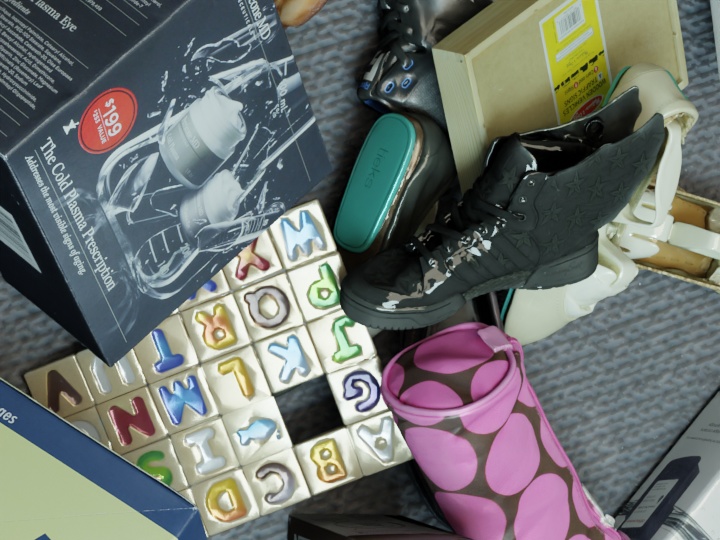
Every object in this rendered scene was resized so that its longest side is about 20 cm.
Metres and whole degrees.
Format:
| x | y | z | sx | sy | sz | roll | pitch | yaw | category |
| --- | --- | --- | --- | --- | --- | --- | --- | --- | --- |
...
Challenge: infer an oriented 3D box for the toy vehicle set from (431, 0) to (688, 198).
| x | y | z | sx | sy | sz | roll | pitch | yaw | category |
| --- | --- | --- | --- | --- | --- | --- | --- | --- | --- |
| 0.126 | -0.124 | 1.677 | 0.200 | 0.026 | 0.125 | -38 | 128 | -36 | toy vehicle set |

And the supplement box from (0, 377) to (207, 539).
| x | y | z | sx | sy | sz | roll | pitch | yaw | category |
| --- | --- | --- | --- | --- | --- | --- | --- | --- | --- |
| -0.212 | 0.180 | 1.482 | 0.199 | 0.134 | 0.200 | 31 | 69 | 18 | supplement box |

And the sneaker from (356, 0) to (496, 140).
| x | y | z | sx | sy | sz | roll | pitch | yaw | category |
| --- | --- | --- | --- | --- | --- | --- | --- | --- | --- |
| 0.025 | -0.161 | 1.664 | 0.112 | 0.073 | 0.200 | -43 | 107 | -16 | sneaker |

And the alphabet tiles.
| x | y | z | sx | sy | sz | roll | pitch | yaw | category |
| --- | --- | --- | --- | --- | --- | --- | --- | --- | --- |
| -0.088 | 0.070 | 1.619 | 0.199 | 0.008 | 0.168 | -21 | 102 | 0 | alphabet tiles |

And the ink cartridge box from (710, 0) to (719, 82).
| x | y | z | sx | sy | sz | roll | pitch | yaw | category |
| --- | --- | --- | --- | --- | --- | --- | --- | --- | --- |
| 0.291 | -0.227 | 1.748 | 0.146 | 0.086 | 0.201 | -12 | 95 | -42 | ink cartridge box |

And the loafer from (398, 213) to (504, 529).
| x | y | z | sx | sy | sz | roll | pitch | yaw | category |
| --- | --- | --- | --- | --- | --- | --- | --- | --- | --- |
| 0.060 | 0.065 | 1.690 | 0.071 | 0.063 | 0.201 | -10 | 95 | -22 | loafer |

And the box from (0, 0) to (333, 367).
| x | y | z | sx | sy | sz | roll | pitch | yaw | category |
| --- | --- | --- | --- | --- | --- | --- | --- | --- | --- |
| -0.131 | -0.083 | 1.532 | 0.182 | 0.104 | 0.200 | -43 | 146 | -17 | box |

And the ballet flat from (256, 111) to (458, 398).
| x | y | z | sx | sy | sz | roll | pitch | yaw | category |
| --- | --- | --- | --- | --- | --- | --- | --- | --- | --- |
| 0.000 | 0.000 | 1.655 | 0.068 | 0.068 | 0.201 | 26 | 100 | -47 | ballet flat |

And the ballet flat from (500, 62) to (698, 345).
| x | y | z | sx | sy | sz | roll | pitch | yaw | category |
| --- | --- | --- | --- | --- | --- | --- | --- | --- | --- |
| 0.149 | -0.028 | 1.672 | 0.069 | 0.070 | 0.201 | 15 | 111 | -22 | ballet flat |

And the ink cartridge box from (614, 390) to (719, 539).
| x | y | z | sx | sy | sz | roll | pitch | yaw | category |
| --- | --- | --- | --- | --- | --- | --- | --- | --- | --- |
| 0.238 | 0.192 | 1.757 | 0.145 | 0.084 | 0.200 | 46 | 75 | -17 | ink cartridge box |

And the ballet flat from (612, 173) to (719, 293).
| x | y | z | sx | sy | sz | roll | pitch | yaw | category |
| --- | --- | --- | --- | --- | --- | --- | --- | --- | --- |
| 0.197 | -0.027 | 1.744 | 0.199 | 0.065 | 0.071 | 12 | 89 | -22 | ballet flat |

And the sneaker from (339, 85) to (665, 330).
| x | y | z | sx | sy | sz | roll | pitch | yaw | category |
| --- | --- | --- | --- | --- | --- | --- | --- | --- | --- |
| 0.081 | -0.037 | 1.595 | 0.199 | 0.060 | 0.105 | -13 | 128 | -21 | sneaker |

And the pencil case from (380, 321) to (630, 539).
| x | y | z | sx | sy | sz | roll | pitch | yaw | category |
| --- | --- | --- | --- | --- | --- | --- | --- | --- | --- |
| 0.089 | 0.121 | 1.637 | 0.093 | 0.091 | 0.200 | -28 | 125 | 0 | pencil case |

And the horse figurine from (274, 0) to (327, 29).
| x | y | z | sx | sy | sz | roll | pitch | yaw | category |
| --- | --- | --- | --- | --- | --- | --- | --- | --- | --- |
| 0.007 | -0.229 | 1.607 | 0.050 | 0.199 | 0.133 | -2 | 79 | -59 | horse figurine |

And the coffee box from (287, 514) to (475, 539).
| x | y | z | sx | sy | sz | roll | pitch | yaw | category |
| --- | --- | --- | --- | --- | --- | --- | --- | --- | --- |
| 0.021 | 0.208 | 1.605 | 0.079 | 0.200 | 0.114 | 2 | 92 | -19 | coffee box |
